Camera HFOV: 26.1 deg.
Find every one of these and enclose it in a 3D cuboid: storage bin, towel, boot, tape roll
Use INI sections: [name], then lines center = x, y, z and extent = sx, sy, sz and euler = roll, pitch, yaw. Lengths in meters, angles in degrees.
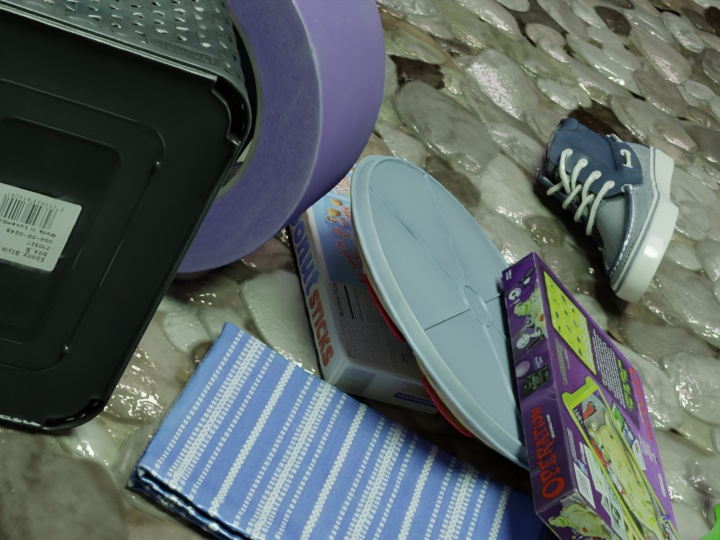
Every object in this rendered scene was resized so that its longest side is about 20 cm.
[storage bin]
center = -0.145, -0.041, 0.659
extent = 0.135, 0.200, 0.094
euler = 16, 34, -24
[towel]
center = 0.000, 0.108, 0.748
extent = 0.200, 0.024, 0.145
euler = 31, 30, -1
[boot]
center = 0.165, -0.045, 1.079
extent = 0.090, 0.073, 0.200
euler = 23, 23, 0
[tape roll]
center = -0.094, -0.105, 0.799
extent = 0.200, 0.200, 0.085
euler = 35, 31, 6

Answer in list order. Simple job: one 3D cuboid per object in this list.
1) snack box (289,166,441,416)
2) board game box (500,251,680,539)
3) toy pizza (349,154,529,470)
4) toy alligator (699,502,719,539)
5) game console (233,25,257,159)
[snack box]
center = 0.000, 0.000, 0.900
extent = 0.072, 0.024, 0.200
euler = 16, 34, -25
[board game box]
center = 0.126, 0.089, 0.836
extent = 0.120, 0.032, 0.200
euler = 43, 25, -25
[toy pizza]
center = 0.051, 0.026, 0.848
extent = 0.200, 0.032, 0.200
euler = 46, 23, -26
[toy alligator]
center = 0.195, 0.162, 0.818
extent = 0.054, 0.059, 0.200
euler = -13, 36, 6
[game console]
center = -0.110, -0.171, 0.931
extent = 0.200, 0.116, 0.176
euler = 37, 40, 5
